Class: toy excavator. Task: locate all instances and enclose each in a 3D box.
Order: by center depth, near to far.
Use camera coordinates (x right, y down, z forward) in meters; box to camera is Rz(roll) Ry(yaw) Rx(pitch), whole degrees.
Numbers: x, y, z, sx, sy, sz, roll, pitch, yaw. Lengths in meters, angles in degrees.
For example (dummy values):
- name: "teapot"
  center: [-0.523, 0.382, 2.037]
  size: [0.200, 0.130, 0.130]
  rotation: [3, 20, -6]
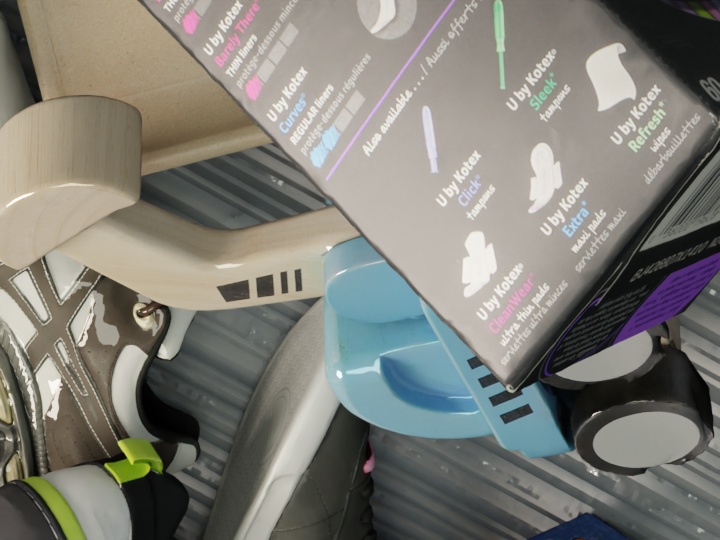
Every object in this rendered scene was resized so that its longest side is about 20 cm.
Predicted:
- name: "toy excavator"
  center: [0.000, 0.000, 0.883]
  size: [0.198, 0.101, 0.195]
  rotation: [-13, 145, 14]

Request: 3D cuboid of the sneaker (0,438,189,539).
- name: "sneaker"
  center: [-0.090, 0.135, 0.974]
  size: [0.082, 0.072, 0.201]
  rotation: [-27, 149, -24]

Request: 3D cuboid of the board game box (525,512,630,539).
- name: "board game box"
  center: [0.028, 0.192, 0.969]
  size: [0.034, 0.135, 0.201]
  rotation: [31, 112, 23]

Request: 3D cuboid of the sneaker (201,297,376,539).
- name: "sneaker"
  center: [-0.004, 0.104, 0.983]
  size: [0.098, 0.071, 0.201]
  rotation: [16, 106, -12]

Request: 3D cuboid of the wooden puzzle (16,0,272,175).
- name: "wooden puzzle"
  center: [-0.034, -0.146, 0.893]
  size: [0.184, 0.037, 0.202]
  rotation: [-14, 94, 0]

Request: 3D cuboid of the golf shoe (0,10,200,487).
- name: "golf shoe"
  center: [-0.105, -0.009, 0.952]
  size: [0.094, 0.078, 0.201]
  rotation: [-7, 117, 2]

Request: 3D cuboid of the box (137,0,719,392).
- name: "box"
  center: [0.032, -0.081, 0.778]
  size: [0.200, 0.122, 0.106]
  rotation: [46, 120, 16]
